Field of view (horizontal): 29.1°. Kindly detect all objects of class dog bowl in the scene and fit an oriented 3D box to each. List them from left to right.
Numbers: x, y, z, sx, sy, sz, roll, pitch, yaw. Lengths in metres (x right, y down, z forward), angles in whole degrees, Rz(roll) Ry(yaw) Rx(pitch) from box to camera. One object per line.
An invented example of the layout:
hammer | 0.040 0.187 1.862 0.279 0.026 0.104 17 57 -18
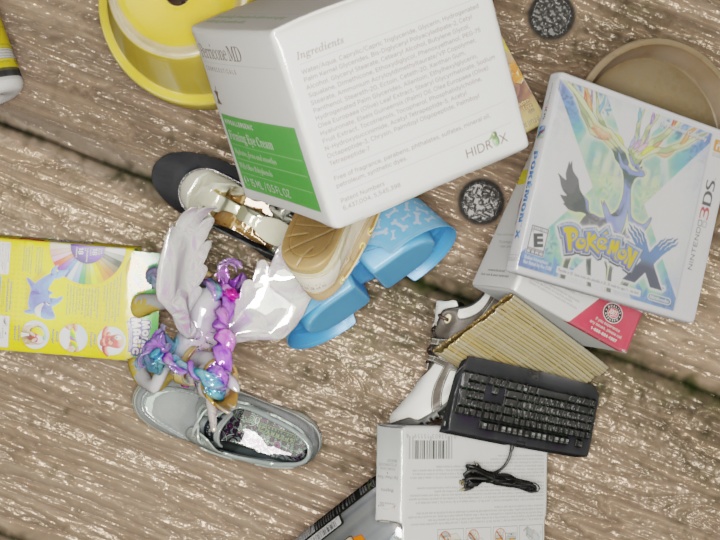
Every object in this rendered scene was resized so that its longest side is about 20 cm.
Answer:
dog bowl | 0.000 0.000 1.375 0.200 0.111 0.050 -35 70 4

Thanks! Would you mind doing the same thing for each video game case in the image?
video game case | 0.238 -0.063 1.257 0.199 0.022 0.183 15 85 -23

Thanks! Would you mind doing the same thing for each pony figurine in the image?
pony figurine | -0.146 0.044 1.309 0.166 0.200 0.194 18 86 -31

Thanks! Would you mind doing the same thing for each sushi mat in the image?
sushi mat | 0.159 0.087 1.347 0.096 0.200 0.012 -39 49 15

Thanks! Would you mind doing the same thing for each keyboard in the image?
keyboard | 0.154 0.159 1.346 0.199 0.021 0.128 15 90 -38

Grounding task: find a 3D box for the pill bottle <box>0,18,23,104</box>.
pill bottle | -0.415 -0.254 1.364 0.112 0.112 0.201 -19 93 3

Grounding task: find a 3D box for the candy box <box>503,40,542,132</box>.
candy box | 0.070 -0.151 1.387 0.199 0.055 0.116 -29 92 3

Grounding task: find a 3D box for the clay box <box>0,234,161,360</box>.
clay box | -0.300 0.027 1.412 0.199 0.048 0.115 5 94 0

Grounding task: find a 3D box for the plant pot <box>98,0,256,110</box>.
plant pot | -0.160 -0.257 1.320 0.200 0.189 0.202 0 94 2

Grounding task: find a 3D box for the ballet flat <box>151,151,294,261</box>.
ballet flat | -0.121 -0.061 1.391 0.200 0.073 0.073 29 94 0

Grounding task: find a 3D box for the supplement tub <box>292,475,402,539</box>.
supplement tub | -0.020 0.309 1.386 0.200 0.123 0.123 -39 92 4

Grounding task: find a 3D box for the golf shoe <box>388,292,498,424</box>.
golf shoe | 0.091 0.082 1.397 0.200 0.078 0.095 -42 89 -7

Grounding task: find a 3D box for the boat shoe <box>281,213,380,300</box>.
boat shoe | -0.016 -0.057 1.309 0.073 0.069 0.200 11 52 23

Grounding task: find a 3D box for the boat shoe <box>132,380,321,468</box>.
boat shoe | -0.137 0.152 1.403 0.200 0.072 0.070 16 95 2

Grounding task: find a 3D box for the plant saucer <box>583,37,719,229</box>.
plant saucer | 0.273 -0.115 1.297 0.199 0.029 0.201 0 91 -23

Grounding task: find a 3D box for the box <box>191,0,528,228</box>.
box | -0.003 -0.158 1.180 0.199 0.199 0.172 -23 109 -21

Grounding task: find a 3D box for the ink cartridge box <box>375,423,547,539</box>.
ink cartridge box | 0.101 0.238 1.349 0.199 0.043 0.174 6 83 -39

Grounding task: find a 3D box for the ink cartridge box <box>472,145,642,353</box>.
ink cartridge box | 0.219 -0.043 1.337 0.145 0.083 0.201 28 81 -22
